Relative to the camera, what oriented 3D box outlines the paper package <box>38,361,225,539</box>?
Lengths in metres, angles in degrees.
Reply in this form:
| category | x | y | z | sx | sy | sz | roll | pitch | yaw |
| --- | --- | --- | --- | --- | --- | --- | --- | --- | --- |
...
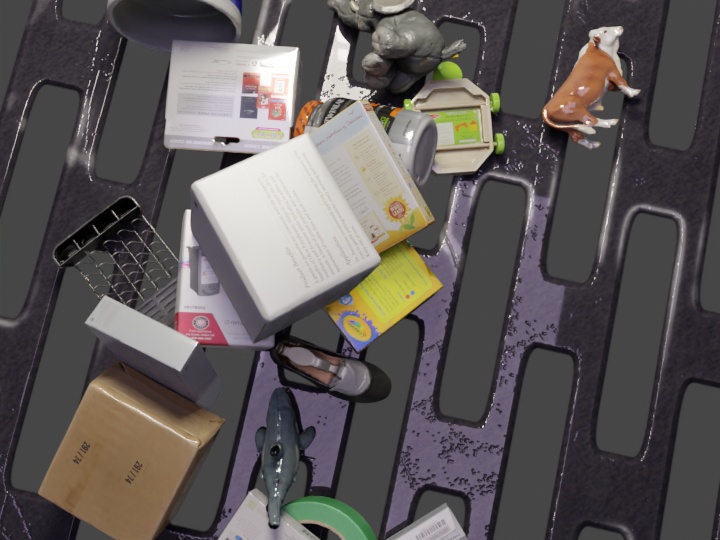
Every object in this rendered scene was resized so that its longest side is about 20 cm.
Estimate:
| category | x | y | z | sx | sy | sz | roll | pitch | yaw |
| --- | --- | --- | --- | --- | --- | --- | --- | --- | --- |
| paper package | -0.329 | 0.266 | 1.057 | 0.190 | 0.103 | 0.200 | 29 | 103 | 4 |

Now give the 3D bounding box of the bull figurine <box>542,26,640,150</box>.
| category | x | y | z | sx | sy | sz | roll | pitch | yaw |
| --- | --- | --- | --- | --- | --- | --- | --- | --- | --- |
| bull figurine | 0.377 | -0.294 | 1.177 | 0.121 | 0.065 | 0.200 | 37 | 85 | 7 |

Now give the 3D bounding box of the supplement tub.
| category | x | y | z | sx | sy | sz | roll | pitch | yaw |
| --- | --- | --- | --- | --- | --- | --- | --- | --- | --- |
| supplement tub | 0.007 | -0.195 | 1.120 | 0.200 | 0.123 | 0.123 | 15 | 82 | 20 |

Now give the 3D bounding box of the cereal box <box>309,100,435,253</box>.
| category | x | y | z | sx | sy | sz | roll | pitch | yaw |
| --- | --- | --- | --- | --- | --- | --- | --- | --- | --- |
| cereal box | -0.003 | -0.121 | 1.053 | 0.144 | 0.040 | 0.200 | -28 | 90 | 27 |

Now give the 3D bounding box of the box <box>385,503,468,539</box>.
| category | x | y | z | sx | sy | sz | roll | pitch | yaw |
| --- | --- | --- | --- | --- | --- | --- | --- | --- | --- |
| box | 0.116 | 0.476 | 1.091 | 0.156 | 0.041 | 0.200 | -31 | 83 | -3 |

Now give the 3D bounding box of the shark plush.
| category | x | y | z | sx | sy | sz | roll | pitch | yaw |
| --- | --- | --- | --- | --- | --- | --- | --- | --- | --- |
| shark plush | -0.128 | 0.272 | 1.059 | 0.091 | 0.083 | 0.200 | 9 | 46 | 8 |

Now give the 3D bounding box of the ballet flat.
| category | x | y | z | sx | sy | sz | roll | pitch | yaw |
| --- | --- | --- | --- | --- | --- | --- | --- | --- | --- |
| ballet flat | -0.048 | 0.154 | 1.117 | 0.200 | 0.068 | 0.068 | 19 | 81 | 2 |

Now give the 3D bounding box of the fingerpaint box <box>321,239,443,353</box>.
| category | x | y | z | sx | sy | sz | roll | pitch | yaw |
| --- | --- | --- | --- | --- | --- | --- | --- | --- | --- |
| fingerpaint box | 0.000 | 0.000 | 1.135 | 0.167 | 0.073 | 0.200 | -38 | 84 | -6 |

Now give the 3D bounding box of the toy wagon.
| category | x | y | z | sx | sy | sz | roll | pitch | yaw |
| --- | --- | --- | --- | --- | --- | --- | --- | --- | --- |
| toy wagon | 0.147 | -0.253 | 1.186 | 0.155 | 0.040 | 0.201 | -4 | 82 | -1 |

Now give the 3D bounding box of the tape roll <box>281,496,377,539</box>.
| category | x | y | z | sx | sy | sz | roll | pitch | yaw |
| --- | --- | --- | --- | --- | --- | --- | --- | --- | --- |
| tape roll | -0.068 | 0.435 | 1.070 | 0.200 | 0.048 | 0.201 | -2 | 83 | 14 |

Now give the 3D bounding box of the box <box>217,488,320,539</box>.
| category | x | y | z | sx | sy | sz | roll | pitch | yaw |
| --- | --- | --- | --- | --- | --- | --- | --- | --- | --- |
| box | -0.154 | 0.438 | 1.048 | 0.144 | 0.036 | 0.200 | 34 | 91 | 15 |

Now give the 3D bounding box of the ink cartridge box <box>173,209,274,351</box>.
| category | x | y | z | sx | sy | sz | roll | pitch | yaw |
| --- | --- | --- | --- | --- | --- | --- | --- | --- | --- |
| ink cartridge box | -0.202 | 0.018 | 1.108 | 0.147 | 0.086 | 0.201 | 4 | 81 | -16 |

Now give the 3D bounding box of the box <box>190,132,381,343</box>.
| category | x | y | z | sx | sy | sz | roll | pitch | yaw |
| --- | --- | --- | --- | --- | --- | --- | --- | --- | --- |
| box | -0.110 | -0.035 | 0.988 | 0.171 | 0.200 | 0.199 | -28 | 84 | -19 |

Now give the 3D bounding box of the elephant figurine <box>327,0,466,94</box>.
| category | x | y | z | sx | sy | sz | roll | pitch | yaw |
| --- | --- | --- | --- | --- | --- | --- | --- | --- | --- |
| elephant figurine | 0.048 | -0.397 | 1.165 | 0.155 | 0.142 | 0.200 | 6 | 60 | -29 |

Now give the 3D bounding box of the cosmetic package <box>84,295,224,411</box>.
| category | x | y | z | sx | sy | sz | roll | pitch | yaw |
| --- | --- | --- | --- | --- | --- | --- | --- | --- | --- |
| cosmetic package | -0.285 | 0.123 | 1.044 | 0.151 | 0.200 | 0.052 | 27 | 67 | 12 |

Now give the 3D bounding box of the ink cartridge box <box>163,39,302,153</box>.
| category | x | y | z | sx | sy | sz | roll | pitch | yaw |
| --- | --- | --- | --- | --- | --- | --- | --- | --- | --- |
| ink cartridge box | -0.199 | -0.261 | 1.162 | 0.199 | 0.084 | 0.176 | 4 | 82 | 1 |

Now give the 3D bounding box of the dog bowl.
| category | x | y | z | sx | sy | sz | roll | pitch | yaw |
| --- | --- | --- | --- | --- | --- | --- | --- | --- | --- |
| dog bowl | -0.281 | -0.409 | 1.123 | 0.199 | 0.200 | 0.079 | 1 | 80 | 0 |

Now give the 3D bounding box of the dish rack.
| category | x | y | z | sx | sy | sz | roll | pitch | yaw |
| --- | --- | --- | --- | --- | --- | --- | --- | --- | --- |
| dish rack | -0.357 | 0.004 | 1.143 | 0.153 | 0.055 | 0.200 | -39 | 85 | -4 |
